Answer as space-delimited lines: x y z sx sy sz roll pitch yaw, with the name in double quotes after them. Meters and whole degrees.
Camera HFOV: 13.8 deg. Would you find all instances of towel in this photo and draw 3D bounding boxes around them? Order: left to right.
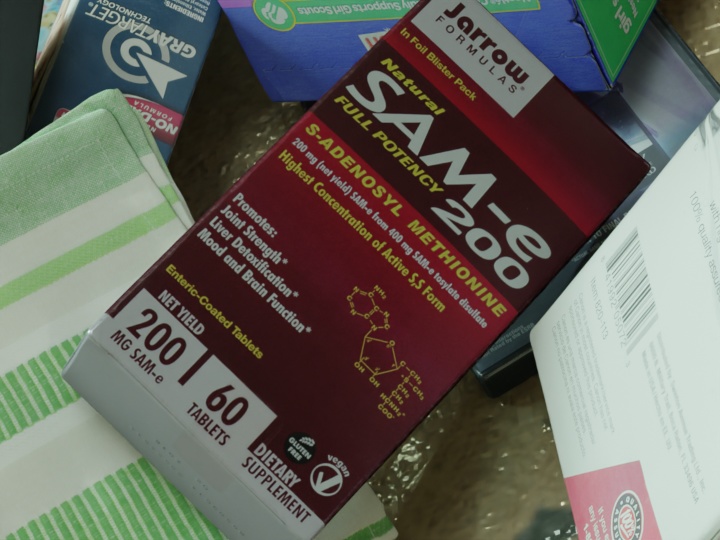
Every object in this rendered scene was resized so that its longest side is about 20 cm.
-0.095 0.049 1.080 0.152 0.023 0.200 -31 84 -25 "towel"

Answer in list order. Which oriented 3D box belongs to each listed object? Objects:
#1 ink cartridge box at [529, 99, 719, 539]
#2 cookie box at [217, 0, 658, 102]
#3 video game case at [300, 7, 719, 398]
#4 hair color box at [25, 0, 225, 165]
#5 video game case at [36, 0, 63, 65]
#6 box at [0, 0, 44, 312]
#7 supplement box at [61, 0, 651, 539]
0.149 0.020 0.977 0.200 0.082 0.147 -53 33 37 "ink cartridge box"
0.057 -0.163 1.223 0.171 0.075 0.200 0 47 35 "cookie box"
0.069 -0.053 1.193 0.143 0.019 0.200 -31 47 -1 "video game case"
-0.099 -0.092 1.242 0.060 0.100 0.201 23 58 -10 "hair color box"
-0.210 -0.082 1.348 0.199 0.022 0.183 10 59 32 "video game case"
-0.184 -0.018 1.164 0.079 0.141 0.201 13 67 -19 "box"
0.000 0.000 1.079 0.109 0.061 0.200 43 66 1 "supplement box"
